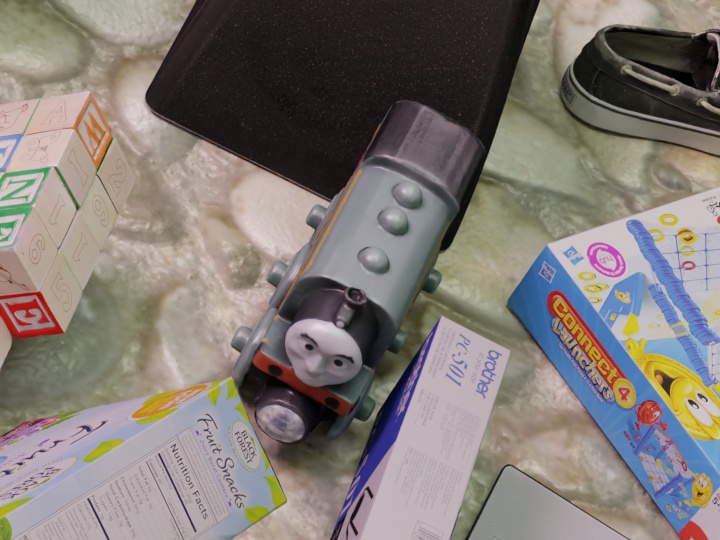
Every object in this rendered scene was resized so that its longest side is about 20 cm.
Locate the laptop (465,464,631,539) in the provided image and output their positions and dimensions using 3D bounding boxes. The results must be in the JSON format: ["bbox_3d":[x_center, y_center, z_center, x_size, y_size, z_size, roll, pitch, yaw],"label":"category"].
[{"bbox_3d":[0.138,0.181,1.065,0.187,0.116,0.200,32,45,1],"label":"laptop"}]

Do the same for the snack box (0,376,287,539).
[{"bbox_3d":[-0.158,0.123,0.920,0.200,0.168,0.068,-32,102,-41],"label":"snack box"}]

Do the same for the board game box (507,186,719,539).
[{"bbox_3d":[0.220,0.052,1.261,0.199,0.056,0.196,-18,62,-37],"label":"board game box"}]

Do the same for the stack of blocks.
[{"bbox_3d":[-0.197,0.005,1.041,0.115,0.059,0.200,-6,41,24],"label":"stack of blocks"}]

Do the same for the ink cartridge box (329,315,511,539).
[{"bbox_3d":[0.016,0.125,1.066,0.044,0.094,0.200,27,46,-4],"label":"ink cartridge box"}]

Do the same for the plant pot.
[{"bbox_3d":[0.019,-0.170,1.264,0.199,0.178,0.200,26,44,-5],"label":"plant pot"}]

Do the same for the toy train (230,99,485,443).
[{"bbox_3d":[0.000,0.000,1.148,0.085,0.114,0.200,30,47,0],"label":"toy train"}]

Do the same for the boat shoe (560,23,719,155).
[{"bbox_3d":[0.230,-0.119,1.408,0.199,0.064,0.071,4,51,-25],"label":"boat shoe"}]
